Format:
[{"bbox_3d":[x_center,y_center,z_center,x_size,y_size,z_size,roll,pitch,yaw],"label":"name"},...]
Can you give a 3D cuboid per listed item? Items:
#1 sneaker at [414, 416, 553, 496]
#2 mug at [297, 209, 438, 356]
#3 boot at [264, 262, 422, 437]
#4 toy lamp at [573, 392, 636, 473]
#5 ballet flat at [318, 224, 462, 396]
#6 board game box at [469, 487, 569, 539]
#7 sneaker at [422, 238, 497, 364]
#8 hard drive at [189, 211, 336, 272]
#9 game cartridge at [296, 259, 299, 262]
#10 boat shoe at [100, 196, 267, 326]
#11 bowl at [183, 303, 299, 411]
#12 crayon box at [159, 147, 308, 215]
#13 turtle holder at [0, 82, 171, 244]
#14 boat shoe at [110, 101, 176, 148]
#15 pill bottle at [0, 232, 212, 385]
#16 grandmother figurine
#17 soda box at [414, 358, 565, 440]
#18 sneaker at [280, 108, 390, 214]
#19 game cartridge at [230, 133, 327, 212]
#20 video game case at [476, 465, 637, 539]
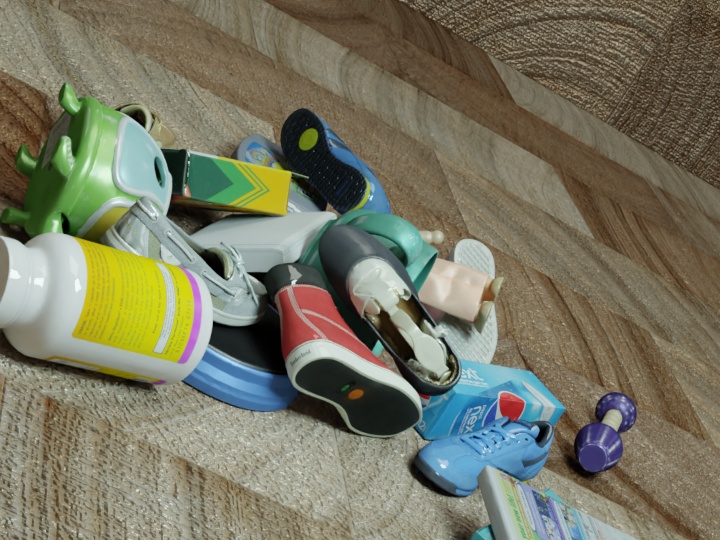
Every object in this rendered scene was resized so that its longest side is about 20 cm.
[{"bbox_3d":[0.127,0.175,1.696,0.066,0.079,0.199,46,23,29],"label":"sneaker"},{"bbox_3d":[0.001,0.001,1.747,0.114,0.186,0.152,32,22,7],"label":"mug"},{"bbox_3d":[-0.016,0.070,1.633,0.200,0.072,0.145,39,23,-47],"label":"boot"},{"bbox_3d":[0.282,0.188,1.962,0.058,0.058,0.200,35,16,6],"label":"toy lamp"},{"bbox_3d":[0.034,0.040,1.630,0.201,0.073,0.073,54,13,-15],"label":"ballet flat"},{"bbox_3d":[0.186,0.285,1.564,0.151,0.047,0.200,40,19,17],"label":"board game box"},{"bbox_3d":[0.104,0.069,1.953,0.075,0.105,0.202,22,50,-16],"label":"sneaker"},{"bbox_3d":[-0.113,-0.031,1.781,0.131,0.027,0.200,-1,11,15],"label":"hard drive"},{"bbox_3d":[-0.022,0.010,1.928,0.199,0.042,0.134,27,23,-19],"label":"game cartridge"},{"bbox_3d":[-0.149,-0.007,1.559,0.201,0.065,0.075,30,16,-44],"label":"boat shoe"},{"bbox_3d":[-0.137,0.055,1.610,0.200,0.040,0.201,30,18,-11],"label":"bowl"},{"bbox_3d":[-0.164,-0.094,1.829,0.126,0.051,0.199,5,-2,38],"label":"crayon box"},{"bbox_3d":[-0.246,-0.073,1.586,0.131,0.142,0.186,26,18,-26],"label":"turtle holder"},{"bbox_3d":[-0.254,-0.152,1.891,0.074,0.067,0.200,37,18,12],"label":"boat shoe"},{"bbox_3d":[-0.227,0.029,1.415,0.199,0.105,0.104,17,24,-42],"label":"pill bottle"},{"bbox_3d":[0.053,0.005,1.883,0.198,0.061,0.122,23,52,7],"label":"grandmother figurine"},{"bbox_3d":[0.128,0.141,1.803,0.199,0.064,0.068,12,28,-48],"label":"soda box"},{"bbox_3d":[-0.030,-0.122,2.084,0.078,0.066,0.200,30,15,-49],"label":"sneaker"},{"bbox_3d":[-0.102,-0.108,2.096,0.133,0.041,0.200,28,19,-7],"label":"game cartridge"},{"bbox_3d":[0.197,0.269,1.513,0.181,0.022,0.200,28,20,-19],"label":"video game case"}]
